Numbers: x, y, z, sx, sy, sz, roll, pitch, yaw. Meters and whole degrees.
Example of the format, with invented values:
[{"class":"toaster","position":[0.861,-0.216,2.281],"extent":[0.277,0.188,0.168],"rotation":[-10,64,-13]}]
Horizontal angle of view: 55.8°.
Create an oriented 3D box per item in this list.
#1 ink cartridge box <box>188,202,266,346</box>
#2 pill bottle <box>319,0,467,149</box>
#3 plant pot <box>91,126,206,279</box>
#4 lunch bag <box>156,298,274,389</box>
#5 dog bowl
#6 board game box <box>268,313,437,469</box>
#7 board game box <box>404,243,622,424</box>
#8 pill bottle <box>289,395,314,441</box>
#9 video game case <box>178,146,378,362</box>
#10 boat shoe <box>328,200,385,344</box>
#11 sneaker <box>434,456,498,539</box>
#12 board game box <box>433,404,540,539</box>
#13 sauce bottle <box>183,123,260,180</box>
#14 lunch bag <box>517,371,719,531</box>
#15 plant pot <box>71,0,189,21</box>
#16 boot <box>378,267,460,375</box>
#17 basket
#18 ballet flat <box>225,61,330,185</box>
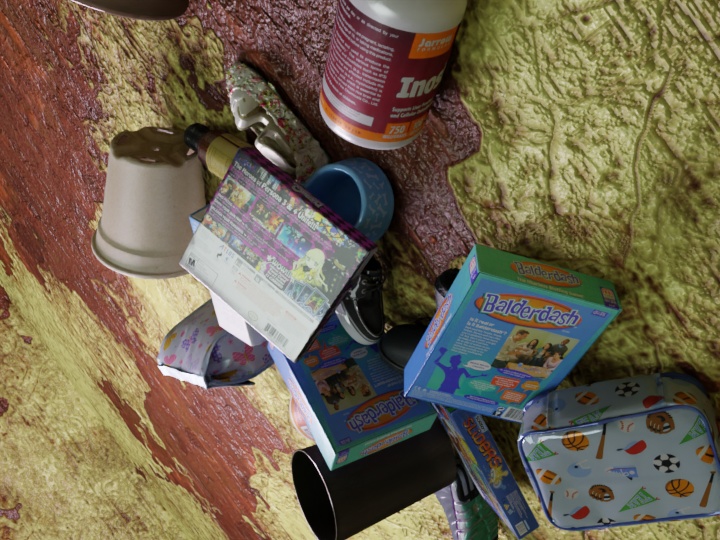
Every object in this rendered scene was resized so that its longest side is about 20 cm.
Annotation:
[{"class":"ink cartridge box","position":[-0.146,-0.016,0.981],"extent":[0.084,0.145,0.200],"rotation":[24,136,34]},{"class":"pill bottle","position":[0.031,-0.220,0.628],"extent":[0.113,0.113,0.200],"rotation":[40,144,17]},{"class":"plant pot","position":[-0.326,-0.118,1.079],"extent":[0.200,0.200,0.184],"rotation":[32,130,26]},{"class":"lunch bag","position":[-0.226,0.124,1.147],"extent":[0.169,0.200,0.127],"rotation":[1,120,48]},{"class":"dog bowl","position":[-0.048,-0.054,0.842],"extent":[0.200,0.050,0.112],"rotation":[-44,71,28]},{"class":"board game box","position":[-0.015,0.146,0.908],"extent":[0.200,0.152,0.045],"rotation":[57,149,33]},{"class":"board game box","position":[0.150,0.075,0.713],"extent":[0.152,0.045,0.200],"rotation":[15,131,-10]},{"class":"pill bottle","position":[-0.024,0.203,1.063],"extent":[0.112,0.112,0.200],"rotation":[54,145,-3]},{"class":"video game case","position":[-0.105,-0.018,0.818],"extent":[0.200,0.036,0.181],"rotation":[38,116,10]},{"class":"boat shoe","position":[0.000,0.000,0.888],"extent":[0.066,0.070,0.200],"rotation":[-12,94,45]},{"class":"sneaker","position":[0.155,0.365,1.049],"extent":[0.087,0.074,0.200],"rotation":[16,121,54]},{"class":"board game box","position":[0.155,0.241,0.907],"extent":[0.200,0.034,0.135],"rotation":[61,173,-13]},{"class":"sauce bottle","position":[-0.187,-0.162,0.962],"extent":[0.200,0.066,0.066],"rotation":[37,144,43]},{"class":"lunch bag","position":[0.267,0.194,0.702],"extent":[0.200,0.076,0.160],"rotation":[-16,112,26]},{"class":"plant pot","position":[-0.277,-0.412,0.772],"extent":[0.200,0.200,0.175],"rotation":[39,126,18]},{"class":"boot","position":[0.105,0.064,0.821],"extent":[0.200,0.076,0.168],"rotation":[17,136,30]},{"class":"basket","position":[0.023,0.283,0.957],"extent":[0.136,0.200,0.180],"rotation":[68,157,15]},{"class":"ballet flat","position":[-0.119,-0.187,0.872],"extent":[0.200,0.064,0.076],"rotation":[47,146,9]}]
